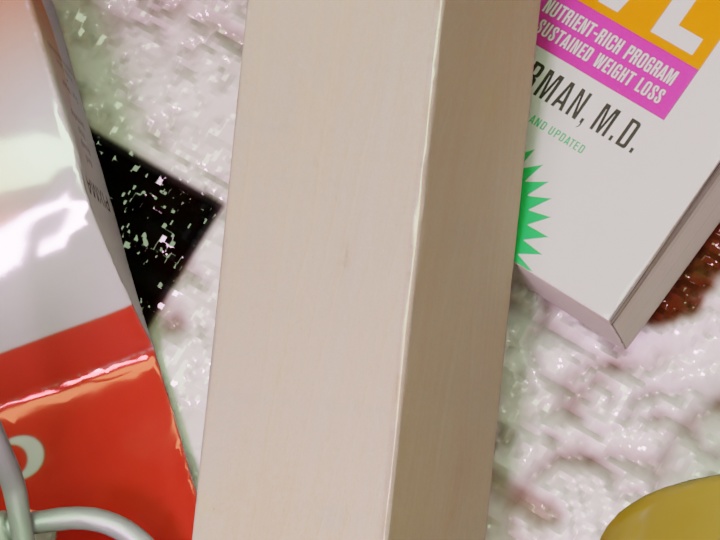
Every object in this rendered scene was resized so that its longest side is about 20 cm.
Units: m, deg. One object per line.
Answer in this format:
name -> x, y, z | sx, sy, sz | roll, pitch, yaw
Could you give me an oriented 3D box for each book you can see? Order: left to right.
book -> 0.086, -0.093, 0.804 | 0.133, 0.048, 0.200 | 33, 83, 22

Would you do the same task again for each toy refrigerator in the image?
toy refrigerator -> 0.000, 0.000, 0.745 | 0.070, 0.076, 0.201 | 5, 90, 25

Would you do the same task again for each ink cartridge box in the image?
ink cartridge box -> -0.154, 0.017, 0.808 | 0.162, 0.050, 0.201 | -20, 70, 5

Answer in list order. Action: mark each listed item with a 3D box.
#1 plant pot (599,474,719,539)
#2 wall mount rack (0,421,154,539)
plant pot -> 0.112, 0.164, 0.658 | 0.200, 0.201, 0.189 | 5, 60, 11
wall mount rack -> -0.160, 0.091, 0.755 | 0.199, 0.075, 0.174 | -9, 96, 5
